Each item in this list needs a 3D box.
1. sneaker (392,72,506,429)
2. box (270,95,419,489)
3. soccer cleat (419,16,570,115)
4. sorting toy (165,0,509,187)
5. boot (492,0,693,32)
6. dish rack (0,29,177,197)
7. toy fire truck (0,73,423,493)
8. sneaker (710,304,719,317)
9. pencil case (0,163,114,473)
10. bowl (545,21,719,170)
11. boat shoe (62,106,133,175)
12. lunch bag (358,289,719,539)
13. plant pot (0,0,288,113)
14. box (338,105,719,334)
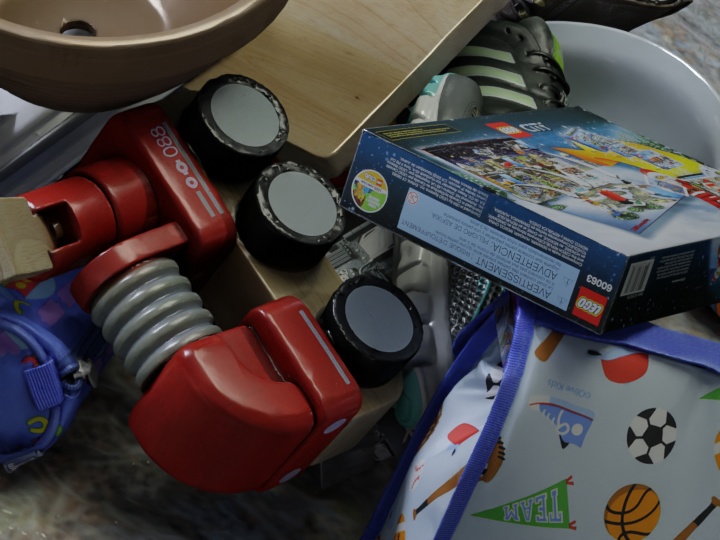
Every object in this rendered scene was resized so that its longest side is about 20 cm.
[{"bbox_3d":[0.061,-0.008,1.374,0.091,0.078,0.200,4,56,-4],"label":"sneaker"},{"bbox_3d":[0.000,0.000,1.444,0.158,0.050,0.200,-23,50,-18],"label":"box"},{"bbox_3d":[0.082,-0.087,1.502,0.081,0.068,0.200,-33,49,-7],"label":"soccer cleat"},{"bbox_3d":[-0.031,-0.137,1.487,0.200,0.070,0.199,28,59,27],"label":"sorting toy"},{"bbox_3d":[0.068,-0.142,1.643,0.200,0.174,0.069,2,66,-35],"label":"boot"},{"bbox_3d":[-0.171,-0.135,1.413,0.200,0.044,0.172,-38,69,-15],"label":"dish rack"},{"bbox_3d":[-0.090,0.013,1.254,0.200,0.129,0.176,-21,72,-39],"label":"toy fire truck"},{"bbox_3d":[0.238,-0.035,1.710,0.078,0.075,0.200,31,29,16],"label":"sneaker"},{"bbox_3d":[-0.141,0.014,1.351,0.087,0.078,0.200,2,26,17],"label":"pencil case"},{"bbox_3d":[0.103,-0.037,1.564,0.201,0.090,0.201,-2,49,2],"label":"bowl"},{"bbox_3d":[-0.211,-0.074,1.447,0.199,0.066,0.075,-6,64,-2],"label":"boat shoe"},{"bbox_3d":[0.105,0.107,1.269,0.170,0.200,0.124,16,32,-13],"label":"lunch bag"},{"bbox_3d":[-0.127,-0.139,1.325,0.201,0.093,0.201,5,47,-5],"label":"plant pot"},{"bbox_3d":[0.101,-0.027,1.277,0.137,0.038,0.200,26,19,27],"label":"box"}]
